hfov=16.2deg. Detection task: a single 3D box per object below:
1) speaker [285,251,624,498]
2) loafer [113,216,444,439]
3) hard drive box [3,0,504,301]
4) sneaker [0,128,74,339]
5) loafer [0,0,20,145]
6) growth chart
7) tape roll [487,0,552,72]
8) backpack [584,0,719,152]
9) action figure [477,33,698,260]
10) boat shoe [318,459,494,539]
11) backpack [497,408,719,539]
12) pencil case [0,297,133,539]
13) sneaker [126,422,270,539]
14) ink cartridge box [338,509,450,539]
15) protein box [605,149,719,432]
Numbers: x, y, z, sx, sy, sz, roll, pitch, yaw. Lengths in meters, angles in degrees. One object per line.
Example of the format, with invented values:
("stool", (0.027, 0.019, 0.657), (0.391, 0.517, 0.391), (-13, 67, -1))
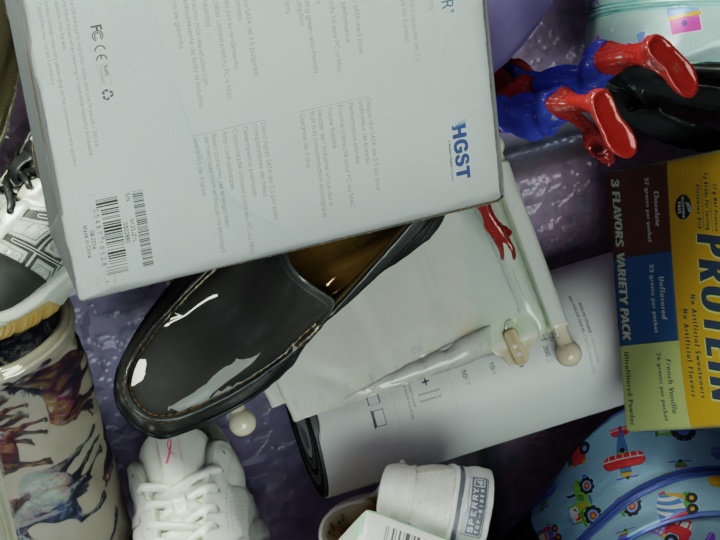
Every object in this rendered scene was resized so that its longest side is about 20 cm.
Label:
("speaker", (0.063, 0.052, 1.318), (0.199, 0.081, 0.081), (-17, 121, -10))
("loafer", (-0.039, 0.002, 1.216), (0.200, 0.072, 0.073), (-44, 88, -11))
("hard drive box", (-0.047, -0.090, 1.108), (0.199, 0.077, 0.156), (-13, 119, -12))
("sneaker", (-0.152, -0.030, 1.189), (0.200, 0.076, 0.088), (-26, 118, -24))
("loafer", (-0.186, -0.125, 1.147), (0.076, 0.067, 0.201), (-2, 117, -18))
("growth chart", (0.000, 0.000, 1.267), (0.199, 0.018, 0.145), (-14, 83, -10))
("tape roll", (-0.005, -0.174, 1.174), (0.199, 0.085, 0.201), (-8, 118, -15))
("backpack", (0.202, -0.127, 1.235), (0.199, 0.167, 0.127), (3, 82, -19))
("action figure", (0.095, -0.059, 1.199), (0.065, 0.200, 0.099), (-42, 111, -18))
("boat shoe", (0.011, 0.140, 1.304), (0.070, 0.200, 0.071), (13, 71, -8))
("backpack", (0.172, 0.169, 1.363), (0.182, 0.135, 0.200), (18, 126, -25))
("pencil case", (-0.162, 0.097, 1.247), (0.078, 0.090, 0.200), (2, 130, 15))
("sneaker", (-0.089, 0.130, 1.249), (0.078, 0.200, 0.100), (-14, 107, -1))
("ink cartridge box", (0.039, 0.200, 1.280), (0.161, 0.050, 0.200), (21, 150, -11))
("protein box", (0.262, 0.004, 1.245), (0.198, 0.200, 0.135), (-3, 86, -33))
